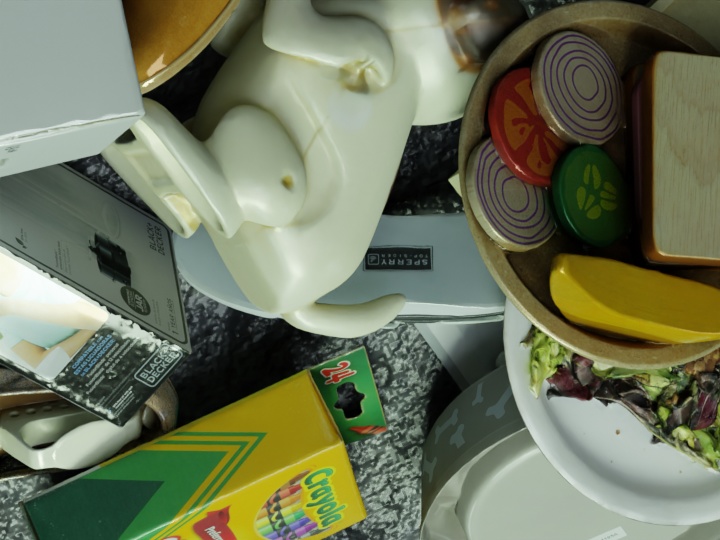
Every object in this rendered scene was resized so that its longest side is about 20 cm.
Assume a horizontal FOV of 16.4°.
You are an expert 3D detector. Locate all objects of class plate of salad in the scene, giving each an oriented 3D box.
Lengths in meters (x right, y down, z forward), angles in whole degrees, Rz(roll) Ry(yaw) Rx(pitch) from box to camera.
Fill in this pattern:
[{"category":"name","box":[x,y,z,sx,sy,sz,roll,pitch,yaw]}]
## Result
[{"category":"plate of salad","box":[0.169,0.033,1.300,0.199,0.048,0.201,1,87,-21]}]

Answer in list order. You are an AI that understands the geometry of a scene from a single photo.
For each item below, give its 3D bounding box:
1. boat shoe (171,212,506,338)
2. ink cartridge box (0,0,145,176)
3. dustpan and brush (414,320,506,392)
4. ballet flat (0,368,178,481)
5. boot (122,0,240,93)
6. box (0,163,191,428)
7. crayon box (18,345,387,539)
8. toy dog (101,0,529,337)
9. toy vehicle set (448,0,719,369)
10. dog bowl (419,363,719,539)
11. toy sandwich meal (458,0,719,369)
[{"category":"boat shoe","box":[0.000,-0.003,1.334,0.199,0.068,0.074,-2,73,1]},{"category":"ink cartridge box","box":[-0.165,-0.147,1.122,0.084,0.145,0.201,-10,89,-14]},{"category":"dustpan and brush","box":[0.149,0.027,1.403,0.200,0.057,0.140,-35,121,2]},{"category":"ballet flat","box":[-0.192,0.085,1.319,0.199,0.067,0.068,-11,119,-12]},{"category":"boot","box":[-0.103,-0.196,1.165,0.144,0.071,0.202,48,56,-37]},{"category":"box","box":[-0.184,-0.017,1.240,0.200,0.117,0.060,32,114,-30]},{"category":"crayon box","box":[-0.072,0.122,1.352,0.200,0.051,0.127,-25,155,-4]},{"category":"toy dog","box":[-0.007,-0.086,1.245,0.200,0.140,0.194,-44,93,-12]},{"category":"toy vehicle set","box":[0.153,-0.059,1.271,0.200,0.027,0.124,-41,96,-26]},{"category":"dog bowl","box":[0.125,0.115,1.406,0.199,0.059,0.200,-8,140,-6]},{"category":"toy sandwich meal","box":[0.145,-0.045,1.207,0.205,0.070,0.206,6,76,-24]}]
